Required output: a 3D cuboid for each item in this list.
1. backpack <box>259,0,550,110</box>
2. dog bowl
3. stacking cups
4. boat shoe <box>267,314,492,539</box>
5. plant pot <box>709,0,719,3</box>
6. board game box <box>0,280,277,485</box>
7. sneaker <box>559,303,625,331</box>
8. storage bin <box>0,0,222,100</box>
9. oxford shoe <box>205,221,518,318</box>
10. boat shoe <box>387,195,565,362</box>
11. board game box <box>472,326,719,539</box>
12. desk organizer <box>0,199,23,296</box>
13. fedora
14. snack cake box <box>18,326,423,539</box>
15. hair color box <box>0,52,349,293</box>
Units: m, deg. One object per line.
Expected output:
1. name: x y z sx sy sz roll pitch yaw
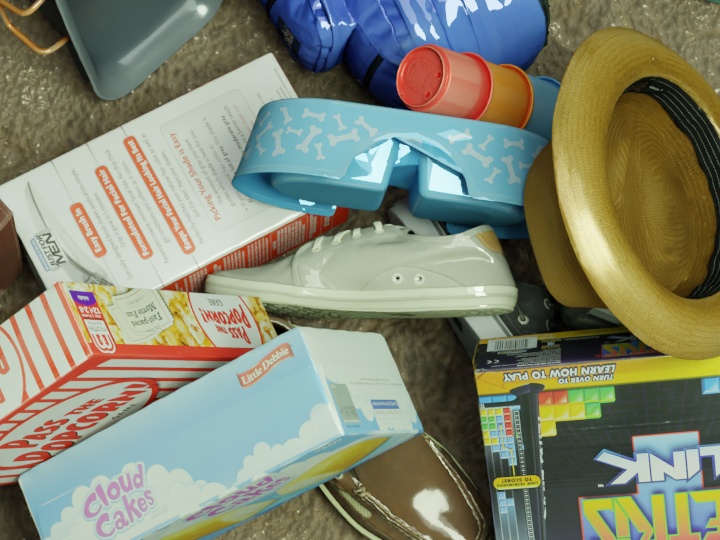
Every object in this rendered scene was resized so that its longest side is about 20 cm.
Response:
1. backpack: 0.021 -0.193 1.133 0.167 0.163 0.201 -31 88 -2
2. dog bowl: 0.025 -0.061 1.043 0.199 0.111 0.050 9 80 -2
3. stacking cups: 0.095 -0.100 1.087 0.060 0.199 0.061 -12 72 41
4. boat shoe: -0.002 0.105 1.071 0.202 0.075 0.075 39 74 10
5. plant pot: 0.264 -0.288 1.184 0.141 0.141 0.201 13 79 3
6. board game box: -0.155 0.066 0.987 0.151 0.200 0.046 -34 73 22
7. sneaker: 0.199 0.092 1.068 0.199 0.075 0.116 23 95 -4
8. storage bin: -0.190 -0.221 1.121 0.134 0.200 0.146 39 74 22
9. oxford shoe: 0.000 0.000 1.071 0.199 0.075 0.058 -2 84 21
10. boat shoe: 0.093 0.026 1.109 0.066 0.070 0.200 -29 67 -9
11. board game box: 0.173 0.116 1.021 0.199 0.057 0.166 -6 107 9
12. desk organizer: -0.287 -0.071 1.103 0.200 0.072 0.077 45 102 14
13. fedora: 0.149 -0.036 0.983 0.200 0.082 0.202 21 57 -38
14. snack cake box: -0.079 0.105 1.003 0.199 0.115 0.067 -29 76 20
15. hair color box: -0.118 -0.042 1.123 0.199 0.064 0.111 -27 74 -12
